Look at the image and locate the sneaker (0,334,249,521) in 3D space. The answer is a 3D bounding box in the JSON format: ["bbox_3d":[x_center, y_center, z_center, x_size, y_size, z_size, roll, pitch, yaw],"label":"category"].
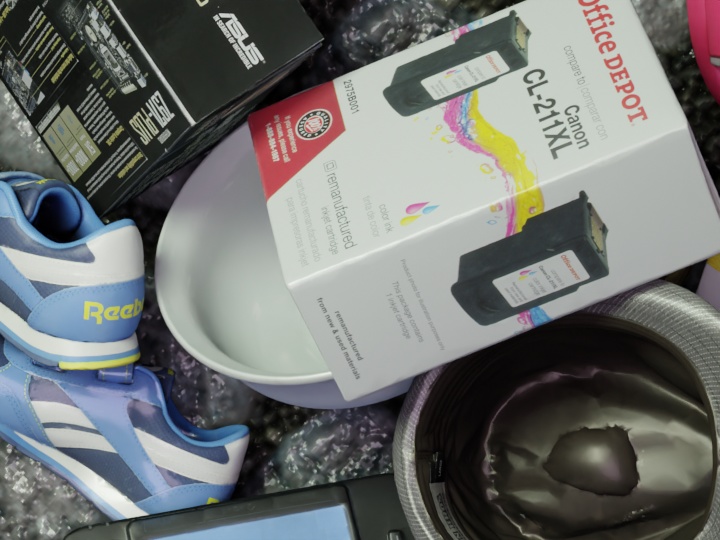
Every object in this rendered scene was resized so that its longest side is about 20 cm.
[{"bbox_3d":[-0.148,0.069,1.386,0.200,0.074,0.082,36,99,-8],"label":"sneaker"}]

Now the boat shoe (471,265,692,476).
[{"bbox_3d":[0.094,0.030,1.336,0.072,0.068,0.200,30,71,37],"label":"boat shoe"}]

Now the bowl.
[{"bbox_3d":[0.000,0.000,1.342,0.200,0.091,0.202,-13,50,16],"label":"bowl"}]

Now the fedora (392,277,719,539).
[{"bbox_3d":[0.117,0.091,1.237,0.199,0.090,0.178,-11,79,26],"label":"fedora"}]

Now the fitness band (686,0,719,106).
[{"bbox_3d":[0.237,-0.166,1.327,0.143,0.037,0.201,-7,103,-25],"label":"fitness band"}]

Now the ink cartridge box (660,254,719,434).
[{"bbox_3d":[0.239,0.013,1.289,0.083,0.145,0.201,31,114,34],"label":"ink cartridge box"}]

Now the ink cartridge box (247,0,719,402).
[{"bbox_3d":[0.059,-0.045,1.222,0.199,0.146,0.083,-22,128,5],"label":"ink cartridge box"}]

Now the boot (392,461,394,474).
[{"bbox_3d":[0.120,0.118,1.378,0.199,0.097,0.075,11,98,32],"label":"boot"}]

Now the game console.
[{"bbox_3d":[-0.043,0.181,1.287,0.199,0.117,0.177,-8,66,-11],"label":"game console"}]

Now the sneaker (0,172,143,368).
[{"bbox_3d":[-0.189,-0.021,1.346,0.199,0.074,0.083,25,115,27],"label":"sneaker"}]

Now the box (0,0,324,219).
[{"bbox_3d":[-0.123,-0.135,1.299,0.086,0.200,0.164,-34,90,-23],"label":"box"}]
